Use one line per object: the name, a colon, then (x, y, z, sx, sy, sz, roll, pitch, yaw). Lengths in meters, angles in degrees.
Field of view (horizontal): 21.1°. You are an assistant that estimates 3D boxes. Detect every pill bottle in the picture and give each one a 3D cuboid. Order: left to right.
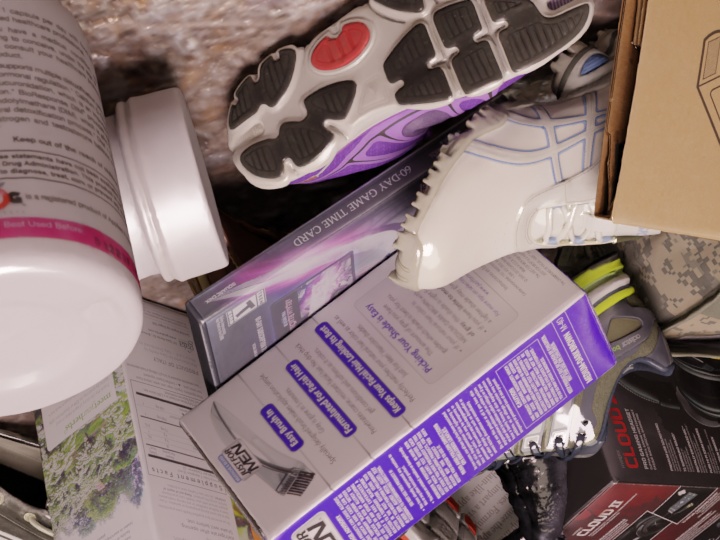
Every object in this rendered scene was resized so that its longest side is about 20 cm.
pill bottle: (-0.161, -0.051, 0.811, 0.113, 0.201, 0.114, -11, 148, -7)
pill bottle: (-0.171, -0.019, 0.931, 0.199, 0.120, 0.120, -16, 148, -2)

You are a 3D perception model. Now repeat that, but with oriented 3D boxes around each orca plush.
orca plush: (0.074, 0.079, 1.134, 0.071, 0.105, 0.201, -10, 110, -31)

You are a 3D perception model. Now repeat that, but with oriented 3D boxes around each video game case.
video game case: (0.000, 0.000, 1.032, 0.199, 0.019, 0.143, -33, 156, -14)

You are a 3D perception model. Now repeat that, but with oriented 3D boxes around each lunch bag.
lunch bag: (0.225, -0.009, 1.130, 0.163, 0.118, 0.200, 1, 152, -32)

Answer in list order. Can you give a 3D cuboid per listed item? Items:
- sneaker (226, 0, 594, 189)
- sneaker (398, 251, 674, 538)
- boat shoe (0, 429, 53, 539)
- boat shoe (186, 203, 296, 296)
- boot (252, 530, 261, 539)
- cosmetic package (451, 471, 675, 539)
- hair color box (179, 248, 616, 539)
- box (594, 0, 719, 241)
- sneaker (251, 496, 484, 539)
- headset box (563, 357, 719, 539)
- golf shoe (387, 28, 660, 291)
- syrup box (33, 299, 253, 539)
sneaker: (0.027, -0.101, 0.959, 0.199, 0.081, 0.083, -24, 165, 24)
sneaker: (0.088, 0.080, 1.055, 0.200, 0.081, 0.074, -42, 172, -3)
boat shoe: (-0.175, 0.145, 1.179, 0.199, 0.071, 0.064, 18, 129, -6)
boat shoe: (-0.053, 0.003, 1.069, 0.067, 0.072, 0.200, -28, 154, 5)
boot: (-0.098, 0.125, 1.233, 0.200, 0.074, 0.154, -41, 142, 17)
cosmetic package: (0.075, 0.205, 1.257, 0.165, 0.200, 0.165, -37, 165, -40)
hair color box: (0.018, 0.062, 0.993, 0.200, 0.109, 0.065, -36, 132, -8)
box: (0.207, -0.092, 0.973, 0.199, 0.165, 0.021, 9, 179, -34)
sneaker: (-0.008, 0.148, 1.137, 0.082, 0.200, 0.077, -56, 172, 18)
headset box: (0.179, 0.093, 1.230, 0.199, 0.150, 0.077, 8, 140, -32)
golf shoe: (0.103, -0.043, 0.963, 0.200, 0.097, 0.079, -39, 154, -27)
syrup box: (-0.122, 0.119, 1.086, 0.079, 0.201, 0.081, -37, 142, 29)
